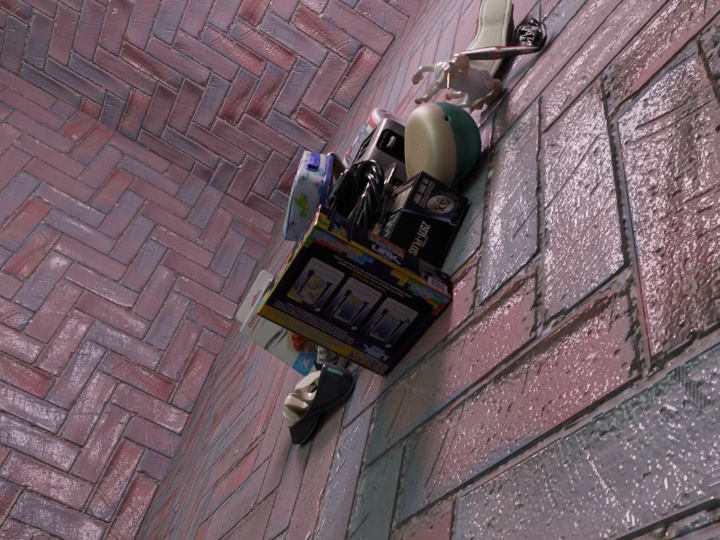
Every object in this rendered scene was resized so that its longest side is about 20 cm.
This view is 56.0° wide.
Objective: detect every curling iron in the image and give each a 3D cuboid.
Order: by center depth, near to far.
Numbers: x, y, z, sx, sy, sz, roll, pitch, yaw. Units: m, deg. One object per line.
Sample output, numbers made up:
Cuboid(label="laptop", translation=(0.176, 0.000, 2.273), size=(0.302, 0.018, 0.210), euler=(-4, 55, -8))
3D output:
Cuboid(label="curling iron", translation=(0.222, -0.359, 1.085), size=(0.200, 0.025, 0.050), euler=(7, 90, 58))

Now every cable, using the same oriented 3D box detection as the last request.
Cuboid(label="cable", translation=(-0.018, -0.076, 1.047), size=(0.201, 0.051, 0.163), euler=(-61, 25, 9))

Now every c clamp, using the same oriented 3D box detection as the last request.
Cuboid(label="c clamp", translation=(0.006, -0.097, 1.109), size=(0.200, 0.027, 0.172), euler=(-44, 20, 53))

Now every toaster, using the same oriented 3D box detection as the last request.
Cuboid(label="toaster", translation=(0.038, -0.184, 1.359), size=(0.182, 0.118, 0.200), euler=(-64, 12, -15))

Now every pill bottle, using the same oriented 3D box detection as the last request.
Cuboid(label="pill bottle", translation=(0.030, -0.252, 1.530), size=(0.200, 0.119, 0.120), euler=(-55, 14, 27))

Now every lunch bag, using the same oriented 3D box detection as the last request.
Cuboid(label="lunch bag", translation=(-0.104, -0.153, 1.388), size=(0.200, 0.082, 0.162), euler=(-92, 14, -65))

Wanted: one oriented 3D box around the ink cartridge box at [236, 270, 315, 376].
Cuboid(label="ink cartridge box", translation=(-0.138, 0.095, 1.244), size=(0.116, 0.199, 0.067), euler=(-60, -11, 6))

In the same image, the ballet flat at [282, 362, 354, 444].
Cuboid(label="ballet flat", translation=(-0.082, 0.211, 1.091), size=(0.200, 0.073, 0.073), euler=(-51, 16, 39))

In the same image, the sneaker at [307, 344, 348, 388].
Cuboid(label="sneaker", translation=(-0.050, 0.115, 1.130), size=(0.200, 0.087, 0.076), euler=(-56, 15, 28))

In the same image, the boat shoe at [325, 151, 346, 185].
Cuboid(label="boat shoe", translation=(-0.029, -0.170, 1.481), size=(0.071, 0.201, 0.070), euler=(-15, -19, -40))

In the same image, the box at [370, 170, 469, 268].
Cuboid(label="box", translation=(0.059, -0.041, 1.031), size=(0.165, 0.086, 0.200), euler=(-64, 12, -13))

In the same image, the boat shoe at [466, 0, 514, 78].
Cuboid(label="boat shoe", translation=(0.227, -0.386, 1.180), size=(0.060, 0.072, 0.203), euler=(45, -123, -56))

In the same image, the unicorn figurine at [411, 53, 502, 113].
Cuboid(label="unicorn figurine", translation=(0.147, -0.295, 1.059), size=(0.137, 0.199, 0.074), euler=(-16, 89, 51))

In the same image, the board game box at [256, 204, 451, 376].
Cuboid(label="board game box", translation=(-0.009, 0.032, 0.882), size=(0.166, 0.199, 0.057), euler=(-52, 17, 33))

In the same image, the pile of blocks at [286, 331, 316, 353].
Cuboid(label="pile of blocks", translation=(-0.085, 0.053, 1.157), size=(0.201, 0.082, 0.062), euler=(-64, -21, 9))

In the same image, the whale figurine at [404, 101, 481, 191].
Cuboid(label="whale figurine", translation=(0.126, -0.174, 1.064), size=(0.200, 0.103, 0.160), euler=(101, 151, -59))
